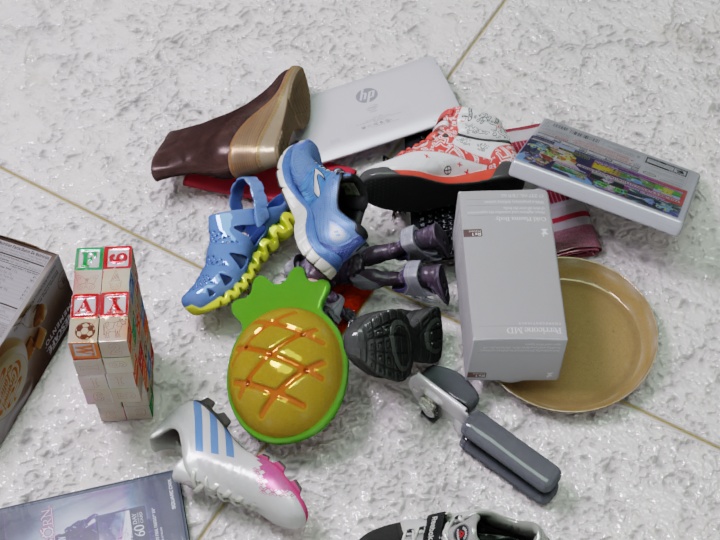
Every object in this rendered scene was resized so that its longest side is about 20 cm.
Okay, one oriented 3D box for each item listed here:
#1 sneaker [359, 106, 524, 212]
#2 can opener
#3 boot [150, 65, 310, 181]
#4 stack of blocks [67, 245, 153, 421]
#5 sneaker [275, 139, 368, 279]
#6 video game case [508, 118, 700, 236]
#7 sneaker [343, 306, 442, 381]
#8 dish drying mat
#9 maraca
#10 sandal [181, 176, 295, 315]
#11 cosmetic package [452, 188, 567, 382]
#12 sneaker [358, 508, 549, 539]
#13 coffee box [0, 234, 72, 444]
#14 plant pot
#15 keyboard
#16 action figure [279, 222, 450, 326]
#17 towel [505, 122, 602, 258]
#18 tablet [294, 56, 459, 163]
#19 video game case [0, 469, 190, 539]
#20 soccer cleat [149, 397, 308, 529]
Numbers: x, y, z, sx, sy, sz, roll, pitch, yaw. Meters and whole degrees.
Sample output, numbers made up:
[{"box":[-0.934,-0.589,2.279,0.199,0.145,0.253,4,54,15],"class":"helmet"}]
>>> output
[{"box":[0.084,-0.131,1.694,0.199,0.067,0.109,-3,55,-15],"class":"sneaker"},{"box":[0.130,0.164,1.537,0.066,0.053,0.200,-39,62,-23],"class":"can opener"},{"box":[-0.154,-0.178,1.765,0.165,0.073,0.201,-4,36,18],"class":"boot"},{"box":[-0.255,0.081,1.526,0.058,0.201,0.116,-2,55,-1],"class":"stack of blocks"},{"box":[-0.032,-0.080,1.635,0.089,0.079,0.201,-34,44,13],"class":"sneaker"},{"box":[0.282,-0.109,1.677,0.198,0.023,0.182,22,26,11],"class":"video game case"},{"box":[0.019,0.076,1.546,0.090,0.200,0.077,0,89,23],"class":"sneaker"},{"box":[-0.109,-0.112,1.766,0.198,0.018,0.077,11,55,12],"class":"dish drying mat"},{"box":[-0.079,0.089,1.563,0.136,0.107,0.202,-12,61,9],"class":"maraca"},{"box":[-0.145,-0.032,1.660,0.079,0.087,0.201,-17,30,49],"class":"sandal"},{"box":[0.159,0.016,1.588,0.106,0.091,0.201,-2,52,-4],"class":"cosmetic package"},{"box":[0.088,0.266,1.448,0.198,0.089,0.075,-3,56,2],"class":"sneaker"},{"box":[-0.393,0.080,1.588,0.079,0.115,0.201,16,56,15],"class":"coffee box"},{"box":[0.225,0.073,1.612,0.198,0.028,0.202,-1,56,2],"class":"plant pot"},{"box":[0.077,-0.099,1.722,0.103,0.040,0.201,-12,54,12],"class":"keyboard"},{"box":[0.000,0.000,1.653,0.198,0.069,0.131,-3,60,19],"class":"action figure"},{"box":[0.190,-0.091,1.733,0.143,0.023,0.201,-9,55,-5],"class":"towel"},{"box":[0.014,-0.198,1.801,0.198,0.014,0.131,-18,45,-4],"class":"tablet"},{"box":[-0.272,0.288,1.493,0.198,0.019,0.144,-11,55,-6],"class":"video game case"},{"box":[-0.139,0.212,1.507,0.086,0.070,0.200,-32,51,-28],"class":"soccer cleat"}]
